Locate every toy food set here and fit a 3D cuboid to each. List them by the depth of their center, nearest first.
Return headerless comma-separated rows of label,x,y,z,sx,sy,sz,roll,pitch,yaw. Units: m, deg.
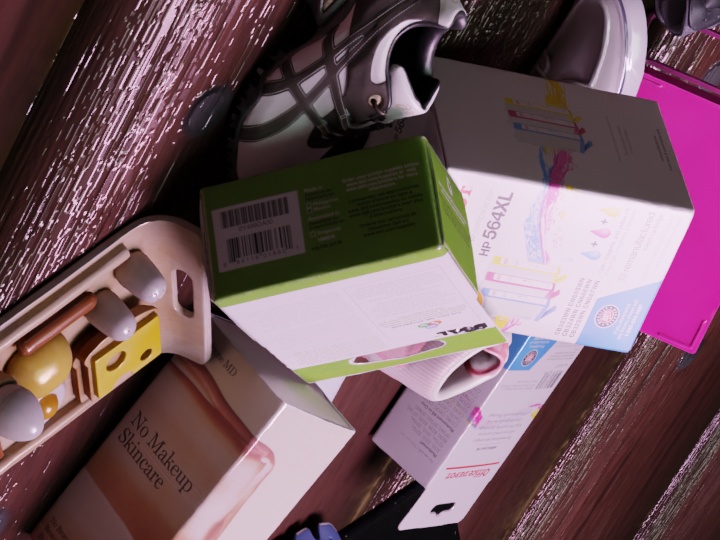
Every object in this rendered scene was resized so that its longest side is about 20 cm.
toy food set,-0.171,0.069,1.586,0.200,0.060,0.144,-37,153,-24

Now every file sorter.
file sorter,0.233,-0.072,1.937,0.126,0.138,0.201,-63,176,-56

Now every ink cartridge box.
ink cartridge box,0.000,0.000,1.623,0.147,0.076,0.200,-13,160,11
ink cartridge box,0.096,-0.045,1.714,0.199,0.126,0.129,9,128,-16
ink cartridge box,0.087,0.107,2.068,0.201,0.068,0.115,-57,155,16

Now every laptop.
laptop,-0.012,0.282,2.233,0.187,0.116,0.201,-31,122,-35

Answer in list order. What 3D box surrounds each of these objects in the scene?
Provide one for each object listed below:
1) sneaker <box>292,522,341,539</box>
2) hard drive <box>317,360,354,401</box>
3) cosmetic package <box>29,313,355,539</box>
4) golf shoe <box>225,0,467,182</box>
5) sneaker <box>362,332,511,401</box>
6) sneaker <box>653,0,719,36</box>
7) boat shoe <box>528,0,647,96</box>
sneaker,-0.062,0.284,2.016,0.199,0.115,0.081,-28,148,-30
hard drive,-0.076,0.117,1.860,0.132,0.027,0.201,-13,138,-52
cosmetic package,-0.113,0.141,1.719,0.200,0.103,0.087,-52,143,9
golf shoe,-0.009,-0.105,1.563,0.078,0.094,0.201,-13,139,-54
sneaker,0.093,0.016,1.903,0.200,0.105,0.075,-43,154,-16
sneaker,0.279,-0.184,1.865,0.114,0.201,0.075,-34,-164,-10
boat shoe,0.142,-0.120,1.831,0.065,0.072,0.201,-12,138,-35
